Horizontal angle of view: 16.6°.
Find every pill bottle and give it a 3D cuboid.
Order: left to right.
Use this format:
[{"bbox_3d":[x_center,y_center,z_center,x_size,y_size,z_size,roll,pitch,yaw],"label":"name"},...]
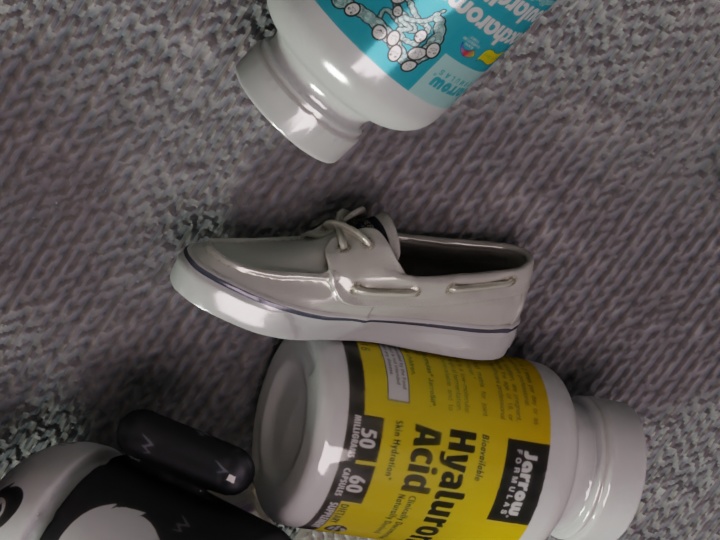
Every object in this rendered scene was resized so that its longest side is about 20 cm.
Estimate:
[{"bbox_3d":[0.031,-0.144,1.191,0.111,0.111,0.200,35,109,-30],"label":"pill bottle"},{"bbox_3d":[0.050,0.097,1.354,0.200,0.111,0.111,10,120,-21],"label":"pill bottle"}]

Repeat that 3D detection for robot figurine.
[{"bbox_3d":[-0.113,0.169,1.301,0.150,0.200,0.125,-55,156,-27],"label":"robot figurine"}]

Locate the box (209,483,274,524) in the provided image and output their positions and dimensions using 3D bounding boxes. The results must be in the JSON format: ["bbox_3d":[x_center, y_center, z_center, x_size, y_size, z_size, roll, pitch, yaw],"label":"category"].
[{"bbox_3d":[-0.144,0.175,1.403,0.200,0.039,0.041,-24,124,3],"label":"box"}]

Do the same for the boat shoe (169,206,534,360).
[{"bbox_3d":[0.000,0.000,1.304,0.200,0.072,0.066,11,114,-20],"label":"boat shoe"}]

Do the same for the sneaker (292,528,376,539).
[{"bbox_3d":[-0.023,0.195,1.437,0.200,0.114,0.073,-44,79,-8],"label":"sneaker"}]
